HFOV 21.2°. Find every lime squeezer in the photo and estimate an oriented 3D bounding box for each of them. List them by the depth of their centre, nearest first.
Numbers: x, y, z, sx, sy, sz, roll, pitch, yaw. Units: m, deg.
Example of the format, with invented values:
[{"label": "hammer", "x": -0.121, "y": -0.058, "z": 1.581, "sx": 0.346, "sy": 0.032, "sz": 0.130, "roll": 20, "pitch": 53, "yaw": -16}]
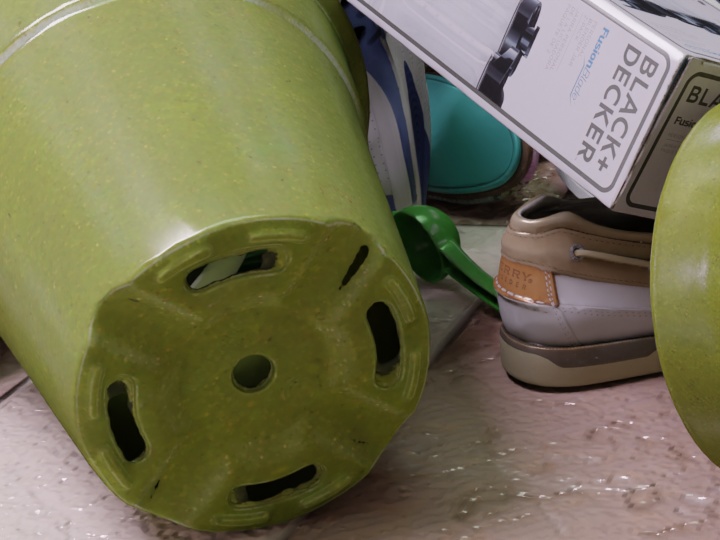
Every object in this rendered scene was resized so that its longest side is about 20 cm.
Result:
[{"label": "lime squeezer", "x": 0.000, "y": 0.000, "z": 0.863, "sx": 0.200, "sy": 0.038, "sz": 0.071, "roll": 5, "pitch": 53, "yaw": 25}]

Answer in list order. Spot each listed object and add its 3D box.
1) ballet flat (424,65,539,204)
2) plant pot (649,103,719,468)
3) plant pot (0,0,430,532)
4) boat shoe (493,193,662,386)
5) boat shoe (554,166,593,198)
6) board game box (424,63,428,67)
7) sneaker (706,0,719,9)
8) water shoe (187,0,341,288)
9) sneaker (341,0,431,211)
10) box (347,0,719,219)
[{"label": "ballet flat", "x": 0.021, "y": -0.072, "z": 1.017, "sx": 0.200, "sy": 0.069, "sz": 0.071, "roll": 9, "pitch": -2, "yaw": 36}, {"label": "plant pot", "x": 0.200, "y": 0.002, "z": 0.579, "sx": 0.193, "sy": 0.201, "sz": 0.200, "roll": -2, "pitch": 17, "yaw": 43}, {"label": "plant pot", "x": -0.061, "y": -0.009, "z": 0.698, "sx": 0.200, "sy": 0.200, "sz": 0.190, "roll": -11, "pitch": 32, "yaw": -16}, {"label": "boat shoe", "x": 0.149, "y": -0.009, "z": 0.773, "sx": 0.200, "sy": 0.068, "sz": 0.075, "roll": -13, "pitch": 21, "yaw": -21}, {"label": "boat shoe", "x": 0.132, "y": -0.095, "z": 0.992, "sx": 0.076, "sy": 0.060, "sz": 0.200, "roll": -5, "pitch": 33, "yaw": -7}, {"label": "board game box", "x": -0.019, "y": -0.132, "z": 1.041, "sx": 0.200, "sy": 0.026, "sz": 0.200, "roll": 11, "pitch": -18, "yaw": 41}, {"label": "sneaker", "x": 0.175, "y": -0.070, "z": 0.864, "sx": 0.199, "sy": 0.081, "sz": 0.115, "roll": 19, "pitch": 33, "yaw": -26}, {"label": "water shoe", "x": -0.077, "y": -0.070, "z": 0.815, "sx": 0.079, "sy": 0.200, "sz": 0.071, "roll": 7, "pitch": 23, "yaw": -39}, {"label": "sneaker", "x": -0.038, "y": -0.104, "z": 0.902, "sx": 0.115, "sy": 0.200, "sz": 0.081, "roll": -9, "pitch": 37, "yaw": 14}, {"label": "box", "x": 0.086, "y": -0.088, "z": 0.735, "sx": 0.117, "sy": 0.060, "sz": 0.200, "roll": 8, "pitch": 25, "yaw": -41}]
